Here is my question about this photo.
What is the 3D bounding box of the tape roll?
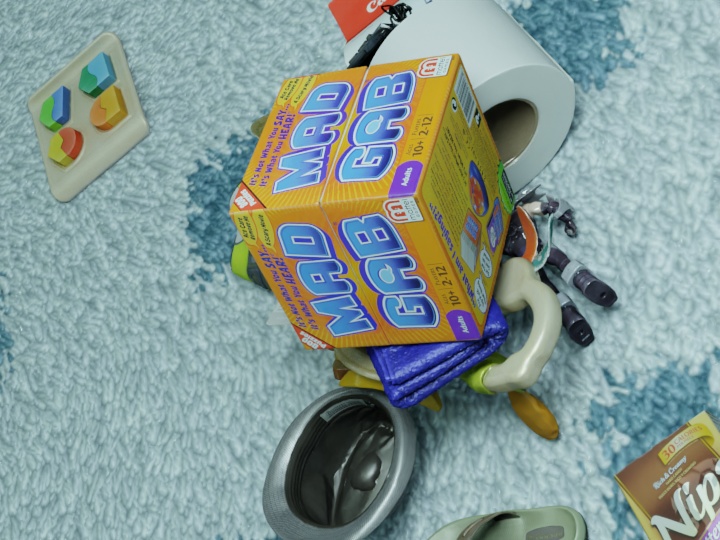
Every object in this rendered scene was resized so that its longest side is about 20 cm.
[{"bbox_3d":[0.120,-0.187,1.640,0.203,0.202,0.139,-46,53,11],"label":"tape roll"}]

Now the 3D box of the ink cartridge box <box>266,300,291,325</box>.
[{"bbox_3d":[0.000,0.000,1.702,0.160,0.050,0.201,-2,48,34],"label":"ink cartridge box"}]

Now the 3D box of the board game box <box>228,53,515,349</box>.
[{"bbox_3d":[0.020,-0.065,1.475,0.198,0.201,0.201,-5,44,25],"label":"board game box"}]

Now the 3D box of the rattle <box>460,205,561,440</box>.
[{"bbox_3d":[0.192,0.053,1.544,0.130,0.142,0.201,-33,35,55],"label":"rattle"}]

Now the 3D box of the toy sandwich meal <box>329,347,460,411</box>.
[{"bbox_3d":[0.056,0.089,1.631,0.204,0.204,0.071,20,127,38],"label":"toy sandwich meal"}]

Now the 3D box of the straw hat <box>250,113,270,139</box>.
[{"bbox_3d":[-0.035,-0.128,1.771,0.200,0.200,0.086,23,120,38],"label":"straw hat"}]

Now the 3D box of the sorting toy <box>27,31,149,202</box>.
[{"bbox_3d":[-0.400,-0.226,2.120,0.185,0.036,0.201,-37,56,18],"label":"sorting toy"}]

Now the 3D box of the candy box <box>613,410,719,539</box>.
[{"bbox_3d":[0.342,0.250,1.409,0.116,0.056,0.201,-39,53,17],"label":"candy box"}]

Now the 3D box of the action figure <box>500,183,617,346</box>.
[{"bbox_3d":[0.195,-0.011,1.608,0.130,0.069,0.200,-52,48,16],"label":"action figure"}]

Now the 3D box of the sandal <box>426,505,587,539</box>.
[{"bbox_3d":[0.139,0.284,1.535,0.200,0.057,0.080,-23,61,26],"label":"sandal"}]

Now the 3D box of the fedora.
[{"bbox_3d":[-0.009,0.229,1.637,0.176,0.090,0.201,10,68,34],"label":"fedora"}]

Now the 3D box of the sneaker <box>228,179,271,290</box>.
[{"bbox_3d":[-0.107,-0.051,1.780,0.081,0.201,0.074,32,55,23],"label":"sneaker"}]

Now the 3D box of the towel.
[{"bbox_3d":[0.060,0.039,1.533,0.147,0.050,0.201,-35,39,6],"label":"towel"}]

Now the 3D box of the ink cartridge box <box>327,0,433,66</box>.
[{"bbox_3d":[0.041,-0.321,1.842,0.160,0.047,0.201,-37,58,19],"label":"ink cartridge box"}]

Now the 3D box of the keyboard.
[{"bbox_3d":[0.019,-0.273,1.700,0.040,0.200,0.104,43,101,-1],"label":"keyboard"}]
